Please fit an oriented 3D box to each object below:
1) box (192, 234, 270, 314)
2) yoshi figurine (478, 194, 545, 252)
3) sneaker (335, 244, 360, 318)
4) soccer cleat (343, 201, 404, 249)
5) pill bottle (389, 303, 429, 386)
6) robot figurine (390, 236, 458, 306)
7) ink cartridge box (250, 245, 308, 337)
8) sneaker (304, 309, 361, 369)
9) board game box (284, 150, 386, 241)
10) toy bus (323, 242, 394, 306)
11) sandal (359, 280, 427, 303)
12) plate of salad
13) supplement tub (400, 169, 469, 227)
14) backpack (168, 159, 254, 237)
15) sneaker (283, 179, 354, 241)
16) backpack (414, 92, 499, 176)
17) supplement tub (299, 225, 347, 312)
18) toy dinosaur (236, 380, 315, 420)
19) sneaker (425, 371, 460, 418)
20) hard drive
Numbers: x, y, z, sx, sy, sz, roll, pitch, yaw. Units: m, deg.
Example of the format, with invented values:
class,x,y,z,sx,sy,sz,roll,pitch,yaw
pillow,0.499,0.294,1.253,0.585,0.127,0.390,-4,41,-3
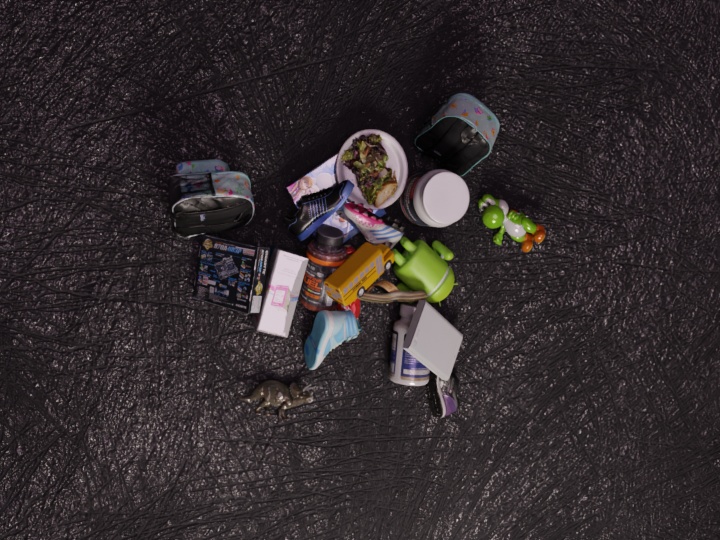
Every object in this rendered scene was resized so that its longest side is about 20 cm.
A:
class,x,y,z,sx,sy,sz,roll,pitch,yaw
box,-0.318,0.007,1.616,0.196,0.046,0.164,11,94,32
yoshi figurine,0.399,-0.124,1.795,0.197,0.112,0.114,33,94,-10
sneaker,-0.033,0.036,1.723,0.075,0.085,0.206,-5,96,-11
soccer cleat,0.027,-0.107,1.690,0.197,0.070,0.087,19,114,-34
pill bottle,0.137,0.194,1.760,0.108,0.111,0.206,4,94,-12
robot figurine,0.166,0.002,1.747,0.199,0.116,0.176,41,92,-13
ink cartridge box,-0.205,0.051,1.656,0.083,0.144,0.205,16,91,-16
sneaker,-0.067,0.179,1.708,0.128,0.081,0.202,-6,140,-30
board game box,-0.064,-0.181,1.719,0.197,0.043,0.203,-34,102,-8
toy bus,0.000,0.000,1.640,0.200,0.064,0.079,-44,140,-27
sandal,0.074,0.053,1.692,0.194,0.080,0.056,-2,81,-3
plate of salad,0.034,-0.258,1.691,0.194,0.048,0.206,-1,94,-15
supplement tub,0.188,-0.184,1.693,0.136,0.200,0.145,-1,95,-12
backpack,-0.355,-0.172,1.588,0.194,0.178,0.154,-4,65,-12
sneaker,-0.105,-0.166,1.647,0.199,0.070,0.078,-43,108,5
backpack,0.260,-0.358,1.695,0.174,0.199,0.155,37,71,-11
supplement tub,-0.091,-0.006,1.665,0.104,0.108,0.205,5,115,-12
toy dinosaur,-0.222,0.329,1.723,0.194,0.077,0.105,13,80,-8
sneaker,0.226,0.294,1.820,0.086,0.075,0.206,-12,98,-31
hard drive,0.191,0.183,1.716,0.199,0.026,0.135,41,64,-41
